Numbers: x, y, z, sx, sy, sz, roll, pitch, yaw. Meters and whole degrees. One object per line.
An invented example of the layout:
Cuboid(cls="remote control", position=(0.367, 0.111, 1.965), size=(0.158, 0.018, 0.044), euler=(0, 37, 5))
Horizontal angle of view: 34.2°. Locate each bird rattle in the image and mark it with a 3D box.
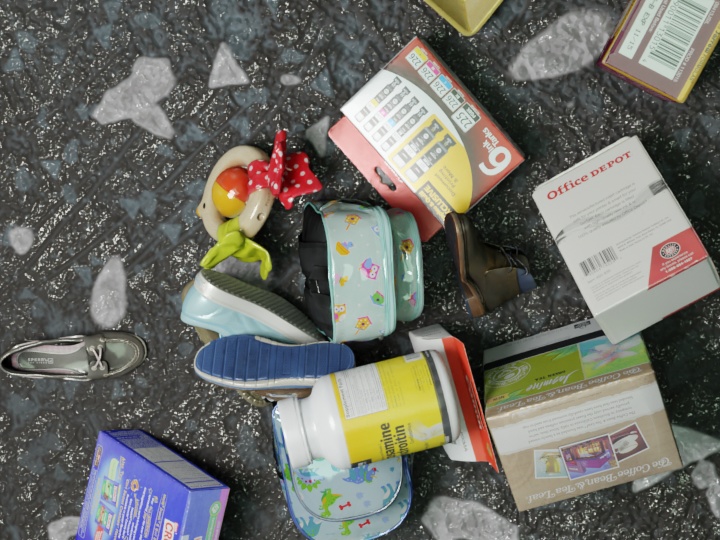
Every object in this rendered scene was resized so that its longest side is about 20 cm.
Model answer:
Cuboid(cls="bird rattle", position=(-0.148, -0.094, 1.473), size=(0.163, 0.112, 0.201), euler=(41, 116, 43))

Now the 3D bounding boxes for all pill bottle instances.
Cuboid(cls="pill bottle", position=(0.009, 0.167, 1.360), size=(0.198, 0.112, 0.113), euler=(-14, 96, -3))

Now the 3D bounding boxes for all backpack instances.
Cuboid(cls="backpack", position=(0.000, 0.000, 1.430), size=(0.152, 0.200, 0.177), euler=(-2, 97, -1))
Cuboid(cls="backpack", position=(-0.020, 0.245, 1.489), size=(0.181, 0.147, 0.202), euler=(-10, 100, 0))

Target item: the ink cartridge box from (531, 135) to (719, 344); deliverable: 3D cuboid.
Cuboid(cls="ink cartridge box", position=(0.312, -0.038, 1.384), size=(0.146, 0.083, 0.201), euler=(-29, 51, 12))

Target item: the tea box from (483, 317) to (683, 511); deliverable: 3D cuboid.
Cuboid(cls="tea box", position=(0.261, 0.163, 1.406), size=(0.199, 0.197, 0.134), euler=(-18, 108, 10))

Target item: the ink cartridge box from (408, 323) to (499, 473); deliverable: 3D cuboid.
Cuboid(cls="ink cartridge box", position=(0.112, 0.157, 1.436), size=(0.057, 0.200, 0.164), euler=(-16, 95, 1))

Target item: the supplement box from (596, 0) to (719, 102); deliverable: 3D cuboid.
Cuboid(cls="supplement box", position=(0.346, -0.271, 1.337), size=(0.103, 0.200, 0.132), euler=(27, 101, 4))

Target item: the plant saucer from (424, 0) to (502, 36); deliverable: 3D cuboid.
Cuboid(cls="plant saucer", position=(0.120, -0.421, 1.405), size=(0.200, 0.048, 0.200), euler=(36, 102, -19))

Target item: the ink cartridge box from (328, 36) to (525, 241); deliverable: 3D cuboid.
Cuboid(cls="ink cartridge box", position=(0.076, -0.156, 1.456), size=(0.175, 0.084, 0.200), euler=(-42, 90, 13))

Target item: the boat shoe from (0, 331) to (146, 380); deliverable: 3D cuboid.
Cuboid(cls="boat shoe", position=(-0.391, 0.121, 1.581), size=(0.198, 0.057, 0.067), euler=(-4, 98, 9))

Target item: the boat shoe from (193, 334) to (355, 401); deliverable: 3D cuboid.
Cuboid(cls="boat shoe", position=(-0.104, 0.130, 1.437), size=(0.198, 0.073, 0.073), euler=(4, 55, 6))

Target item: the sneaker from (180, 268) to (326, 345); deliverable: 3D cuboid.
Cuboid(cls="sneaker", position=(-0.139, 0.070, 1.484), size=(0.199, 0.074, 0.082), euler=(28, 109, -25))

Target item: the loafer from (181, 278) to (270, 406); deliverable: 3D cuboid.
Cuboid(cls="loafer", position=(-0.168, 0.089, 1.538), size=(0.076, 0.067, 0.201), euler=(-33, 108, -13))

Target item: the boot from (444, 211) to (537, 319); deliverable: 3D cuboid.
Cuboid(cls="boot", position=(0.160, -0.020, 1.429), size=(0.096, 0.200, 0.075), euler=(-18, 57, 2))

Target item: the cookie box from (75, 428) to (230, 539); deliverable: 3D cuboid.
Cuboid(cls="cookie box", position=(-0.276, 0.325, 1.537), size=(0.199, 0.075, 0.172), euler=(23, 103, 39))
